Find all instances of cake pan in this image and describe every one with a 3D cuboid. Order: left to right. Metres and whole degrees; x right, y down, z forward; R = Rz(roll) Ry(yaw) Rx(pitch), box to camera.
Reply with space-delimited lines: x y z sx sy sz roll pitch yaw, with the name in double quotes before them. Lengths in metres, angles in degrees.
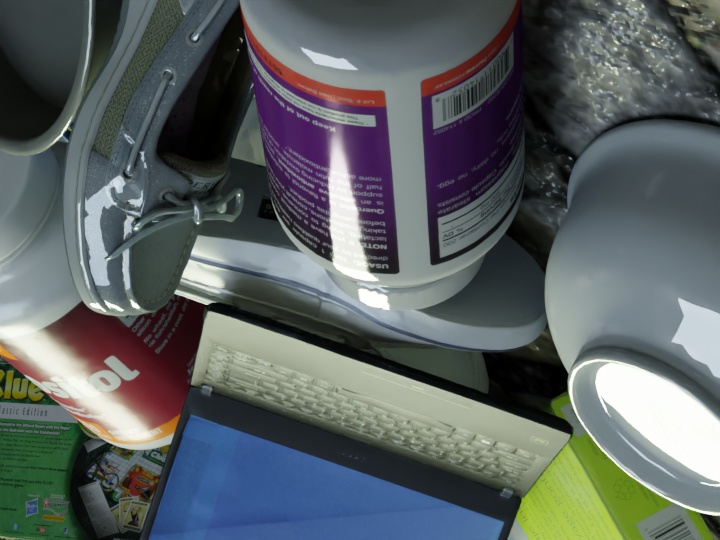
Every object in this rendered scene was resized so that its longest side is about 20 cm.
"cake pan" -0.156 -0.153 1.169 0.200 0.037 0.201 28 125 49

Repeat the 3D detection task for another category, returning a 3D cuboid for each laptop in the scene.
"laptop" -0.011 0.115 1.242 0.177 0.103 0.200 18 161 -1

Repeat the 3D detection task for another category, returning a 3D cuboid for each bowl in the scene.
"bowl" 0.150 0.039 1.096 0.201 0.090 0.201 32 154 18

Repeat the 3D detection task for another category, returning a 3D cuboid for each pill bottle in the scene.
"pill bottle" -0.153 0.004 1.376 0.113 0.113 0.200 17 160 40
"pill bottle" 0.012 -0.070 1.081 0.112 0.112 0.200 29 152 22

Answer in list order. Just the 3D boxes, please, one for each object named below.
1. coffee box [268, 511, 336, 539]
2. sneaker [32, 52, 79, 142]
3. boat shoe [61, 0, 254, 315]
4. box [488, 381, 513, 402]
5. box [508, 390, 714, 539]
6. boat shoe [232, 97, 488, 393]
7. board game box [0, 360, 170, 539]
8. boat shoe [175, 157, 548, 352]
"coffee box" -0.059 0.190 1.397 0.044 0.123 0.200 38 111 3
"sneaker" -0.134 -0.098 1.271 0.074 0.082 0.200 44 156 -11
"boat shoe" -0.073 -0.071 1.114 0.065 0.202 0.074 24 -169 29
"box" 0.000 0.066 1.406 0.121 0.032 0.200 41 155 -1
"box" 0.108 0.140 1.317 0.122 0.048 0.200 60 157 11
"boat shoe" 0.000 0.000 1.254 0.200 0.074 0.067 48 154 -15
"board game box" -0.145 0.106 1.474 0.200 0.105 0.023 2 172 34
"boat shoe" -0.012 0.005 1.200 0.200 0.071 0.070 13 139 4
